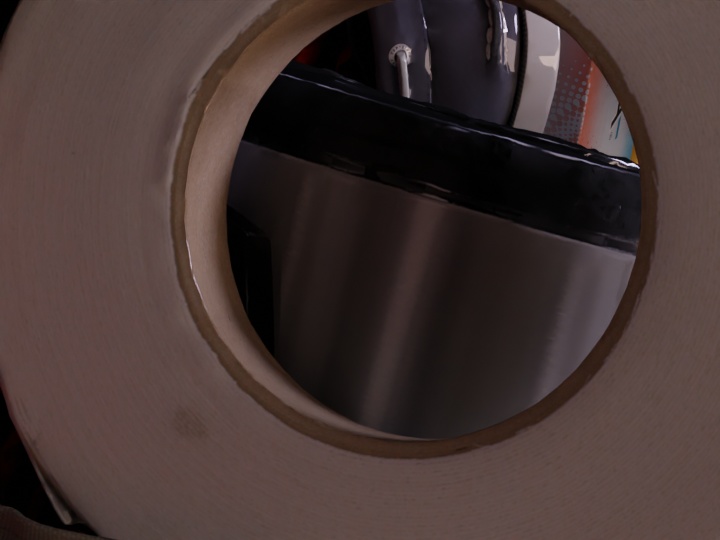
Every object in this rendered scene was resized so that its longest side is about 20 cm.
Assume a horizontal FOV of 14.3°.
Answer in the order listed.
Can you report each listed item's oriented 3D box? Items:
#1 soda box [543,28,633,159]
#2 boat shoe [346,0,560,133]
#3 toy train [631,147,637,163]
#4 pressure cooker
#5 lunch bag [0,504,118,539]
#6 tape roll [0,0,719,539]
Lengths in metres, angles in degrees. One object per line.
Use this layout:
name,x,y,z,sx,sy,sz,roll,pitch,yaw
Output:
soda box,0.057,-0.092,0.890,0.068,0.063,0.201,-42,147,-56
boat shoe,0.000,0.000,0.860,0.062,0.073,0.201,6,114,-27
toy train,0.088,-0.022,1.042,0.201,0.084,0.116,-61,144,-9
pressure cooker,0.014,0.058,0.733,0.176,0.178,0.201,1,106,-72
lunch bag,-0.106,0.171,0.600,0.164,0.117,0.200,90,22,-44
tape roll,0.013,-0.012,0.628,0.037,0.202,0.204,8,100,-77
